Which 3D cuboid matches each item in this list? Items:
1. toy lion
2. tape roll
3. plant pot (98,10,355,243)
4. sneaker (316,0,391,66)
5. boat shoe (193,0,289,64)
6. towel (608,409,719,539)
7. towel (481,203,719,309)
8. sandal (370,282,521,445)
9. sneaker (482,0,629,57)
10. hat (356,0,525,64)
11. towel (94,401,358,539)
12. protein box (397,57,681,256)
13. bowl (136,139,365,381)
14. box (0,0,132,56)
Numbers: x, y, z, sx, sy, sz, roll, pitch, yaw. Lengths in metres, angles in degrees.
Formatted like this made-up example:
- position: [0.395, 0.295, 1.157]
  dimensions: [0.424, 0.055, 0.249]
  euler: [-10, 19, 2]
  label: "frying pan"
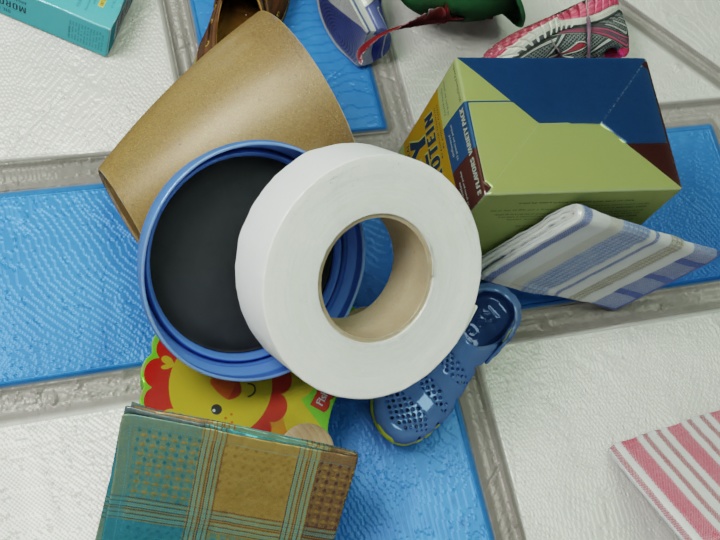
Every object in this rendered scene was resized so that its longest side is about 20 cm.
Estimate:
- position: [-0.092, 0.093, 1.072]
  dimensions: [0.190, 0.069, 0.202]
  euler: [27, 62, 4]
  label: "toy lion"
- position: [0.000, 0.000, 0.994]
  dimensions: [0.199, 0.071, 0.206]
  euler: [-7, 105, -25]
  label: "tape roll"
- position: [-0.127, -0.101, 1.085]
  dimensions: [0.199, 0.187, 0.188]
  euler: [-33, 80, -14]
  label: "plant pot"
- position: [-0.002, -0.325, 1.259]
  dimensions: [0.114, 0.081, 0.201]
  euler: [-23, 75, -22]
  label: "sneaker"
- position: [-0.110, -0.265, 1.207]
  dimensions: [0.071, 0.068, 0.202]
  euler: [22, 63, -7]
  label: "boat shoe"
- position: [0.354, 0.193, 1.138]
  dimensions: [0.197, 0.030, 0.147]
  euler: [-13, 35, -18]
  label: "towel"
- position: [0.220, -0.010, 1.129]
  dimensions: [0.198, 0.146, 0.024]
  euler: [12, 61, -35]
  label: "towel"
- position: [0.083, 0.077, 1.114]
  dimensions: [0.079, 0.087, 0.200]
  euler: [41, 64, 1]
  label: "sandal"
- position: [0.210, -0.235, 1.290]
  dimensions: [0.198, 0.080, 0.076]
  euler: [-26, 97, -20]
  label: "sneaker"
- position: [0.054, -0.274, 1.247]
  dimensions: [0.175, 0.200, 0.166]
  euler: [-39, 62, 3]
  label: "hat"
- position: [-0.113, 0.195, 0.995]
  dimensions: [0.197, 0.022, 0.149]
  euler: [13, 106, -13]
  label: "towel"
- position: [0.157, -0.091, 1.142]
  dimensions: [0.195, 0.200, 0.137]
  euler: [-3, 68, -18]
  label: "protein box"
- position: [-0.092, -0.009, 1.008]
  dimensions: [0.198, 0.039, 0.204]
  euler: [-7, 106, -25]
  label: "bowl"
- position: [-0.321, -0.288, 1.162]
  dimensions: [0.197, 0.049, 0.083]
  euler: [22, 63, -8]
  label: "box"
